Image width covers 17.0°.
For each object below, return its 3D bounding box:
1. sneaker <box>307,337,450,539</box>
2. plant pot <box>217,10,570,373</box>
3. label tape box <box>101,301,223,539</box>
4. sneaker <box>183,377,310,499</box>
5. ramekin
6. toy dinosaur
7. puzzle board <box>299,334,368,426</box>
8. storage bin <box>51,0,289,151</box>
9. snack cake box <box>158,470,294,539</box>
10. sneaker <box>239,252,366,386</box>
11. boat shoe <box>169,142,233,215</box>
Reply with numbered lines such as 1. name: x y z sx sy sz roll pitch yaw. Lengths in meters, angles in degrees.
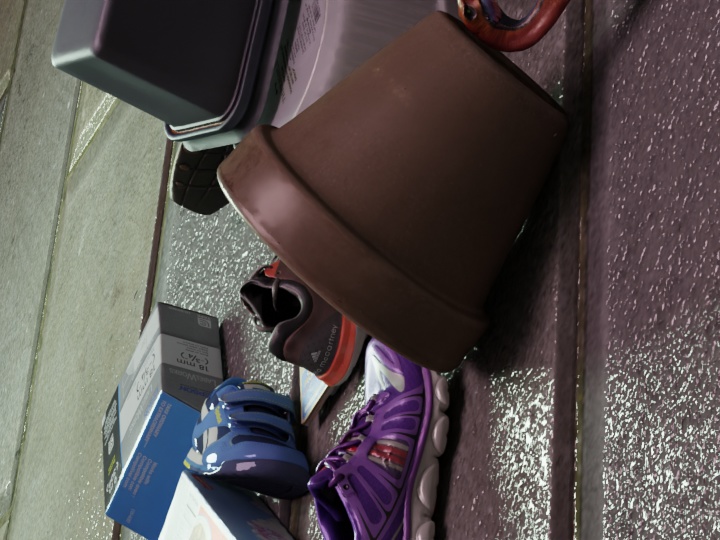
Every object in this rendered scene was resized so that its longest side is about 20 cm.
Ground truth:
1. sneaker: 0.008 0.123 1.560 0.081 0.083 0.201 128 153 -54
2. plant pot: 0.035 -0.065 1.528 0.175 0.200 0.200 -51 23 10
3. label tape box: -0.170 0.145 2.087 0.201 0.063 0.145 -101 33 -56
4. sneaker: -0.085 0.126 1.849 0.200 0.073 0.083 9 80 70
5. ramekin: -0.015 -0.138 1.765 0.200 0.104 0.201 -48 32 45
6. toy dinosaur: 0.131 -0.211 1.449 0.183 0.104 0.200 -65 20 5
7. puzzle board: 0.000 0.000 1.803 0.151 0.017 0.201 -94 27 -45
8. storage bin: -0.143 -0.207 1.779 0.145 0.134 0.202 -5 68 57
9. snack cake box: -0.102 0.236 1.808 0.116 0.067 0.200 -69 19 5
10. sneaker: -0.050 0.007 1.785 0.200 0.081 0.078 -113 43 -61
11. boat shoe: -0.112 -0.146 2.179 0.201 0.075 0.074 -63 14 4
